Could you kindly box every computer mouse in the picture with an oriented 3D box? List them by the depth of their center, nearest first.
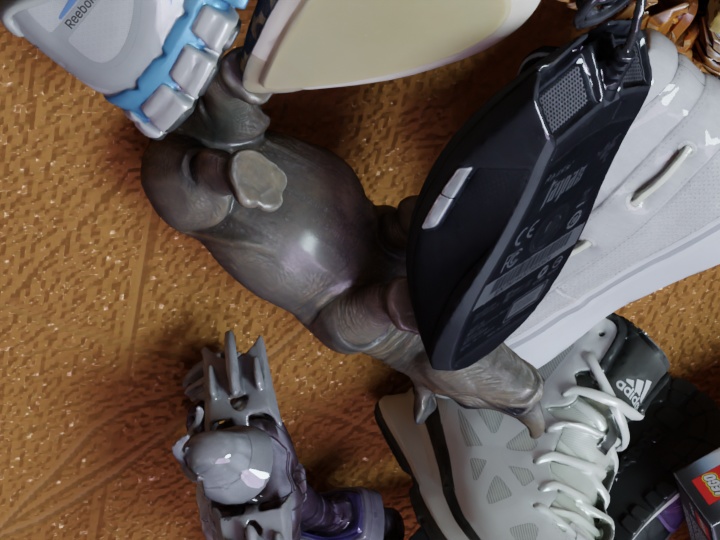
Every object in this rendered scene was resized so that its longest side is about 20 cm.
[{"bbox_3d":[0.075,-0.062,0.723,0.140,0.046,0.200,-35,156,-40],"label":"computer mouse"}]

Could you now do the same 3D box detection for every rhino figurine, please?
[{"bbox_3d":[0.000,0.000,0.797,0.200,0.087,0.060,41,66,-20],"label":"rhino figurine"}]

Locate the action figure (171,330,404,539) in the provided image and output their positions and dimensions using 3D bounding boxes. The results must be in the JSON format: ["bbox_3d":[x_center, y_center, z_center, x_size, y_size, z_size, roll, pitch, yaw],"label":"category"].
[{"bbox_3d":[-0.038,0.106,0.878,0.069,0.131,0.200,-4,154,15],"label":"action figure"}]

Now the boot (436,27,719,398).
[{"bbox_3d":[0.069,-0.025,0.843,0.096,0.074,0.200,41,129,-22],"label":"boot"}]

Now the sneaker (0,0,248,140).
[{"bbox_3d":[-0.053,-0.143,0.682,0.086,0.075,0.200,27,105,-13],"label":"sneaker"}]

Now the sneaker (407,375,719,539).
[{"bbox_3d":[0.089,0.136,0.979,0.200,0.076,0.088,-31,147,-26],"label":"sneaker"}]

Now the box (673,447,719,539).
[{"bbox_3d":[0.215,0.135,1.006,0.110,0.035,0.200,-27,139,-6],"label":"box"}]

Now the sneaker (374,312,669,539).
[{"bbox_3d":[0.081,0.074,0.862,0.115,0.201,0.076,-40,121,6],"label":"sneaker"}]

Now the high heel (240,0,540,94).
[{"bbox_3d":[0.031,-0.148,0.706,0.071,0.143,0.200,30,132,-33],"label":"high heel"}]

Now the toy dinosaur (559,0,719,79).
[{"bbox_3d":[0.157,-0.111,0.809,0.200,0.102,0.136,-26,159,-36],"label":"toy dinosaur"}]
